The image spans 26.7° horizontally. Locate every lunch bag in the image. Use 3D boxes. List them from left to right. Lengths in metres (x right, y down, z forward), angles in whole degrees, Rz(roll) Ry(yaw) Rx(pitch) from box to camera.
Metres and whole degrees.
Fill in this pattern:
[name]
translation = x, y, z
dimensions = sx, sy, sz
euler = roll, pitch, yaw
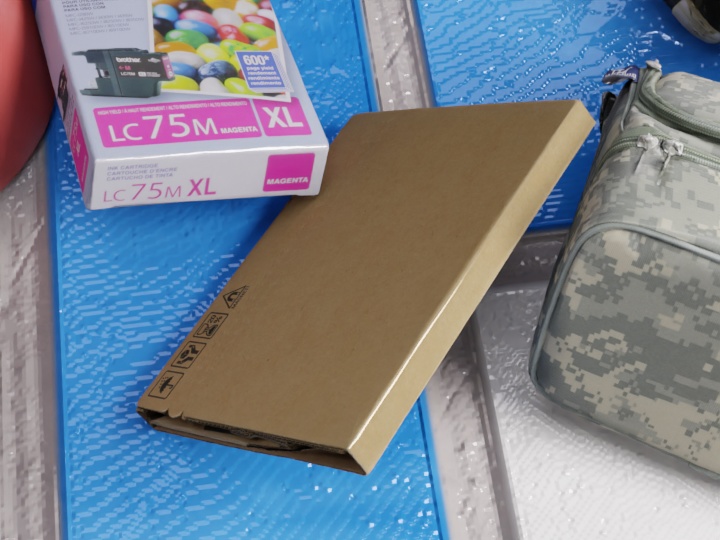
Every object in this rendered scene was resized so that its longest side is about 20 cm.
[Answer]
[lunch bag]
translation = 0.188, -0.005, 0.700
dimensions = 0.199, 0.140, 0.168
euler = 19, 45, 9

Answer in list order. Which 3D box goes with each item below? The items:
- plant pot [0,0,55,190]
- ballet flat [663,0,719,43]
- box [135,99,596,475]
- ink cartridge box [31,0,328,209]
[plant pot]
translation = -0.264, -0.137, 0.750
dimensions = 0.199, 0.178, 0.202
euler = 0, 60, 0
[ballet flat]
translation = 0.165, -0.209, 0.868
dimensions = 0.066, 0.057, 0.201
euler = -5, 62, -34
[box]
translation = 0.000, 0.000, 0.703
dimensions = 0.163, 0.021, 0.200
euler = 3, 50, 50
[ink cartridge box]
translation = -0.101, -0.117, 0.783
dimensions = 0.118, 0.042, 0.201
euler = -5, 48, -21
